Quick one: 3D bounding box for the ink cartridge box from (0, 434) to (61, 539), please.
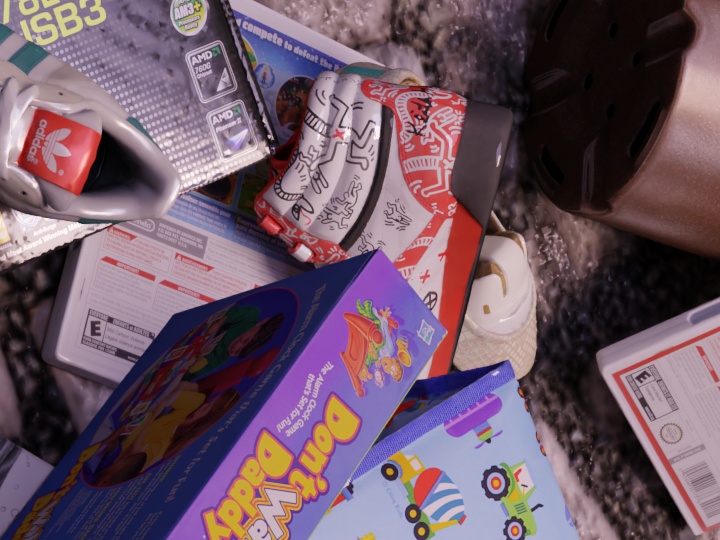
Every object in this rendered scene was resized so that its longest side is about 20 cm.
[{"bbox_3d":[-0.189,0.106,0.953,0.200,0.145,0.085,36,63,-28],"label":"ink cartridge box"}]

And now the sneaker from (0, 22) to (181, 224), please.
[{"bbox_3d":[-0.149,-0.068,0.941,0.199,0.093,0.071,27,87,-48],"label":"sneaker"}]

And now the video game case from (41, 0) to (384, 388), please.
[{"bbox_3d":[-0.066,-0.031,1.143,0.142,0.018,0.202,23,71,-32],"label":"video game case"}]

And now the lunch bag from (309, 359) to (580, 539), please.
[{"bbox_3d":[0.001,0.150,0.973,0.200,0.094,0.152,-32,103,-44],"label":"lunch bag"}]

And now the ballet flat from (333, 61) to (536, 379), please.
[{"bbox_3d":[0.045,-0.017,1.180,0.201,0.062,0.068,54,55,-27],"label":"ballet flat"}]

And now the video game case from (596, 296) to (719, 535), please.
[{"bbox_3d":[0.238,0.053,1.246,0.143,0.199,0.018,57,14,-37],"label":"video game case"}]

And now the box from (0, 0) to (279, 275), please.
[{"bbox_3d":[-0.154,-0.106,1.046,0.199,0.047,0.195,-24,104,-26],"label":"box"}]

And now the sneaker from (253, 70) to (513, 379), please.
[{"bbox_3d":[0.000,-0.001,1.135,0.107,0.203,0.067,15,32,3],"label":"sneaker"}]

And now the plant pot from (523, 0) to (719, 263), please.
[{"bbox_3d":[0.204,-0.087,1.253,0.197,0.200,0.202,12,77,-26],"label":"plant pot"}]

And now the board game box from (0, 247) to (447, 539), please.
[{"bbox_3d":[-0.069,0.086,0.873,0.045,0.134,0.200,49,53,-19],"label":"board game box"}]
